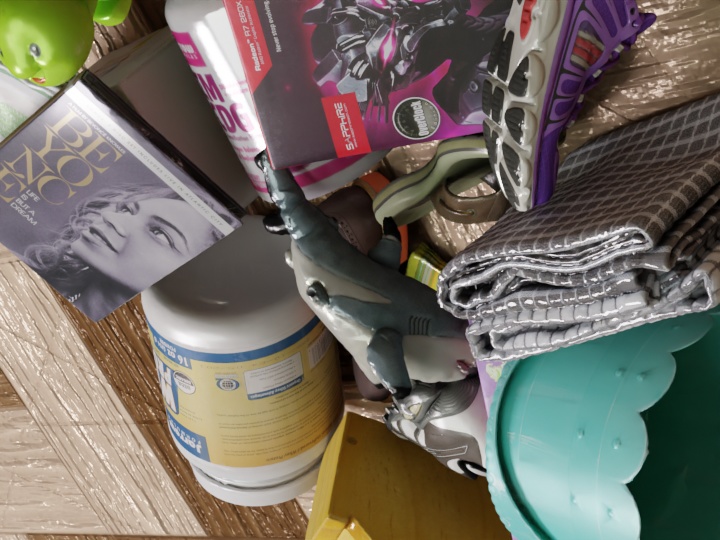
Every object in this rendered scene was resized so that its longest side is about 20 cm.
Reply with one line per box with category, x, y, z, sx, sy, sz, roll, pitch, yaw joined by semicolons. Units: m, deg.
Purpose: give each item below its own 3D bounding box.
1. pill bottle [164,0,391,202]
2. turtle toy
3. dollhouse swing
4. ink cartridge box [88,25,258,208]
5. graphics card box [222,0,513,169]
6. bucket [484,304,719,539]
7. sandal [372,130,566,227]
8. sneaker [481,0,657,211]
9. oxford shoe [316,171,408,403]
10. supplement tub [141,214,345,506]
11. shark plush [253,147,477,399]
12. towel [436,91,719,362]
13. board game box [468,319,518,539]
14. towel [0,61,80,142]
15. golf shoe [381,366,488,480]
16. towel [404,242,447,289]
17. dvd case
pill bottle;-0.061;-0.156;1.262;0.113;0.113;0.201;-3;122;45
turtle toy;-0.183;-0.215;1.174;0.145;0.101;0.201;4;91;41
dollhouse swing;0.047;0.233;1.447;0.199;0.182;0.176;21;122;-6
ink cartridge box;-0.158;-0.095;1.402;0.200;0.125;0.129;-16;113;50
graphics card box;0.024;-0.141;1.165;0.199;0.051;0.126;-9;119;10
bucket;0.185;0.111;1.216;0.134;0.207;0.208;10;132;44
sandal;0.077;-0.056;1.249;0.201;0.079;0.058;-32;74;62
sneaker;0.126;-0.128;1.085;0.083;0.081;0.201;9;108;-16
oxford shoe;-0.006;0.022;1.398;0.071;0.072;0.201;40;145;47
supplement tub;-0.088;0.073;1.479;0.144;0.145;0.201;21;137;29
shark plush;0.000;0.000;1.254;0.200;0.083;0.091;48;175;5
towel;0.160;-0.028;1.131;0.200;0.165;0.086;-18;106;50
board game box;0.122;0.088;1.287;0.032;0.120;0.201;-1;115;24
towel;-0.237;-0.077;1.364;0.149;0.031;0.201;28;140;24
golf shoe;0.070;0.116;1.366;0.095;0.078;0.200;51;178;6
towel;0.115;0.059;1.383;0.200;0.018;0.086;33;147;14
dvd case;-0.190;-0.046;1.325;0.149;0.016;0.200;42;137;-16
